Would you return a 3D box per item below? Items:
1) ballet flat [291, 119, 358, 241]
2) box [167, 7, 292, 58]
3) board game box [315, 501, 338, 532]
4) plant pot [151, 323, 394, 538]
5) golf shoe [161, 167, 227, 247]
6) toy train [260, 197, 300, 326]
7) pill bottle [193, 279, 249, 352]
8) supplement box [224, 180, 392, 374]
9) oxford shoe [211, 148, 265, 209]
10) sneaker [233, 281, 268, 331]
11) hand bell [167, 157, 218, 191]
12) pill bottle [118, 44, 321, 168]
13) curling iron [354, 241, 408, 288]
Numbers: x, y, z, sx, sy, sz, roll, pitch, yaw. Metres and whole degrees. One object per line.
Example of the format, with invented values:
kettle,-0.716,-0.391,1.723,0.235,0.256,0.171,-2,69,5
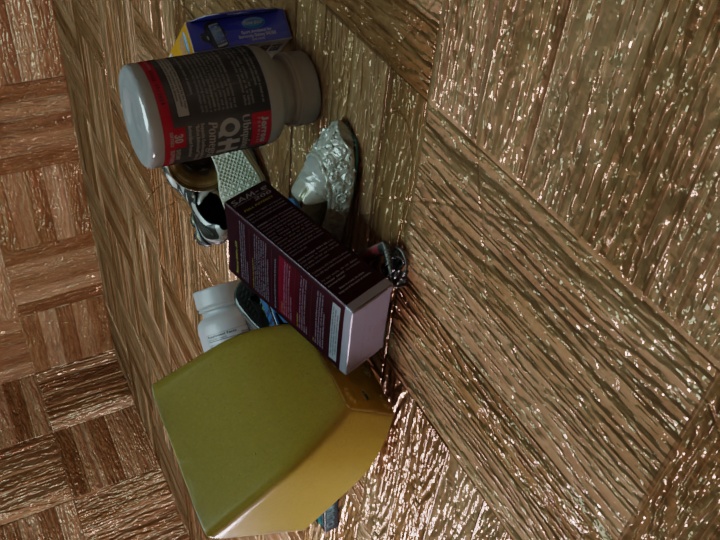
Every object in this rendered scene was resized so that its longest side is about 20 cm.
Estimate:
ballet flat,-0.047,-0.071,0.874,0.072,0.072,0.200,55,149,36
box,-0.162,-0.257,0.938,0.200,0.119,0.042,-9,97,66
board game box,-0.076,0.285,1.206,0.135,0.028,0.201,45,144,46
plant pot,-0.081,0.168,0.916,0.195,0.200,0.195,26,-150,-58
golf shoe,-0.261,-0.140,1.292,0.200,0.078,0.094,63,152,-1
toy train,-0.099,-0.003,1.007,0.201,0.086,0.114,68,159,12
pill bottle,-0.191,0.119,1.247,0.113,0.113,0.201,-20,86,66
supplement box,-0.060,0.005,0.841,0.200,0.061,0.109,39,145,25
oxford shoe,-0.172,-0.145,1.116,0.201,0.075,0.058,68,-162,-6
sneaker,-0.101,0.101,1.099,0.200,0.076,0.114,53,175,7
hand bell,-0.265,-0.212,1.264,0.200,0.104,0.104,-120,24,-57
pill bottle,-0.149,-0.183,0.856,0.111,0.199,0.111,46,144,47
curling iron,0.000,0.000,0.863,0.200,0.025,0.050,-11,94,66
